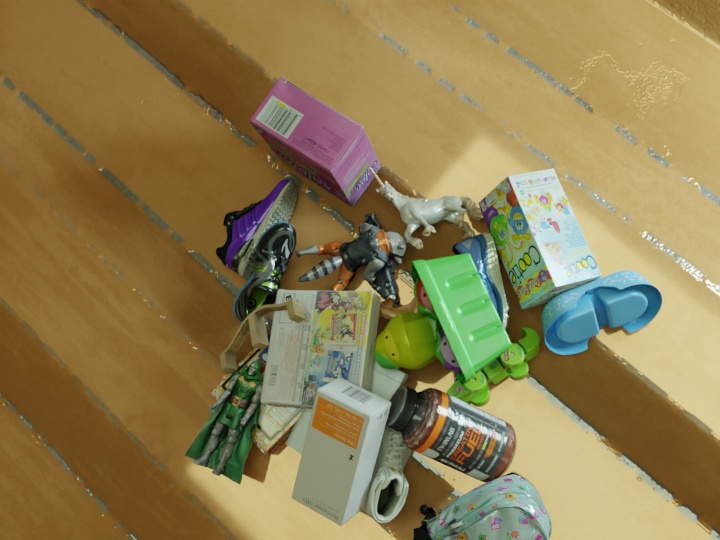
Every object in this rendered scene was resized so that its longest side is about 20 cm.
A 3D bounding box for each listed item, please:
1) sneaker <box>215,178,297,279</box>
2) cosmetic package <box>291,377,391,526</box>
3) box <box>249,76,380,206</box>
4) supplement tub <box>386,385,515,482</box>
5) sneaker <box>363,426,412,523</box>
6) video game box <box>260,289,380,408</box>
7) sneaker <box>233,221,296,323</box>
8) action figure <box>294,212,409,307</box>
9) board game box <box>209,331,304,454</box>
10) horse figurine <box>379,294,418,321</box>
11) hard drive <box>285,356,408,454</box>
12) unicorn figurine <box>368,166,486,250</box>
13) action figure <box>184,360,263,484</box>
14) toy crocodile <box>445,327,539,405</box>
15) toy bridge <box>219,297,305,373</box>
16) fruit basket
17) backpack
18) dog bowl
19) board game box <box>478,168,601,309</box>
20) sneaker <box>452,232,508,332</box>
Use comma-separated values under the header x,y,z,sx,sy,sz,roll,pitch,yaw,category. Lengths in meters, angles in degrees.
x,y,z,sx,sy,sz,roll,pitch,yaw,category
-0.198,-0.092,1.618,0.099,0.070,0.200,28,83,20,sneaker
-0.031,0.282,1.390,0.101,0.071,0.200,22,111,25,cosmetic package
-0.074,-0.221,1.555,0.176,0.200,0.097,34,86,15,box
0.140,0.256,1.420,0.200,0.107,0.107,26,83,-13,supplement tub
0.058,0.311,1.448,0.074,0.116,0.200,18,85,-12,sneaker
-0.065,0.132,1.486,0.182,0.047,0.200,0,73,26,video game box
-0.159,0.010,1.563,0.083,0.071,0.200,36,104,56,sneaker
0.000,0.000,1.546,0.193,0.105,0.200,-27,73,13,action figure
-0.140,0.197,1.554,0.200,0.046,0.152,-44,74,-1,board game box
0.138,0.086,1.501,0.200,0.050,0.133,44,62,9,horse figurine
-0.023,0.233,1.482,0.132,0.027,0.200,26,85,22,hard drive
0.113,-0.102,1.547,0.200,0.074,0.137,3,40,-21,unicorn figurine
-0.215,0.246,1.509,0.118,0.055,0.200,21,82,19,action figure
0.218,0.167,1.484,0.200,0.068,0.062,-34,55,0,toy crocodile
-0.174,0.102,1.513,0.200,0.027,0.067,-37,50,29,toy bridge
0.110,0.092,1.400,0.215,0.156,0.216,-1,79,3,fruit basket
0.201,0.412,1.372,0.200,0.127,0.167,-37,103,11,backpack
0.389,0.065,1.455,0.200,0.112,0.050,-23,42,5,dog bowl
0.296,-0.053,1.480,0.105,0.103,0.200,-11,72,-28,board game box
0.197,0.039,1.485,0.089,0.079,0.200,-11,69,4,sneaker
